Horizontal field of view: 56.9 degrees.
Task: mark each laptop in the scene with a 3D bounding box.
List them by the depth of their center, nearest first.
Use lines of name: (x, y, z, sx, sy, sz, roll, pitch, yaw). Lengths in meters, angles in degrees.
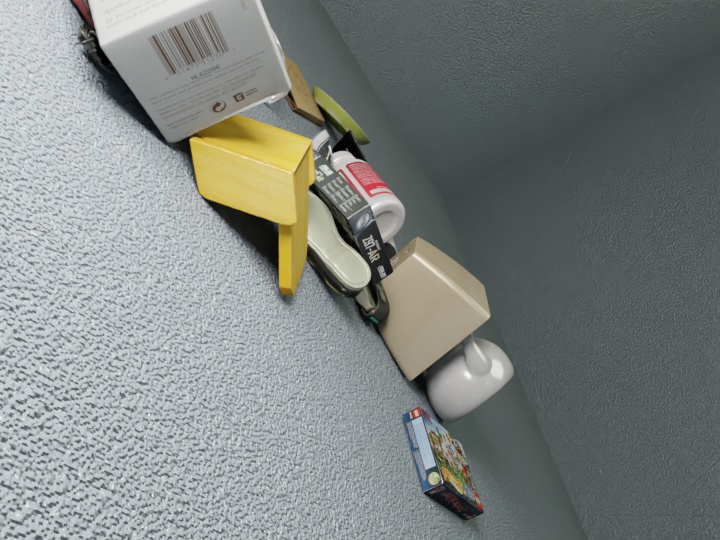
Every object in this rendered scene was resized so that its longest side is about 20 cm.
laptop: (0.016, -0.248, 1.644, 0.179, 0.102, 0.200, 61, -24, 0)

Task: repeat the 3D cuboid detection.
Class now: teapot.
teapot: (0.201, 0.200, 1.347, 0.147, 0.200, 0.197, 53, 24, 9)

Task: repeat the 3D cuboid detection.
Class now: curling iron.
curling iron: (-0.310, -0.308, 0.720, 0.202, 0.025, 0.050, 64, 3, 6)

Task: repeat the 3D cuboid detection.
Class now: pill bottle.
pill bottle: (-0.003, -0.151, 1.344, 0.201, 0.112, 0.112, 54, 7, 38)

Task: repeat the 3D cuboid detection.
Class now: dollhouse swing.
dollhouse swing: (-0.146, -0.091, 0.907, 0.179, 0.178, 0.201, 17, 23, -4)

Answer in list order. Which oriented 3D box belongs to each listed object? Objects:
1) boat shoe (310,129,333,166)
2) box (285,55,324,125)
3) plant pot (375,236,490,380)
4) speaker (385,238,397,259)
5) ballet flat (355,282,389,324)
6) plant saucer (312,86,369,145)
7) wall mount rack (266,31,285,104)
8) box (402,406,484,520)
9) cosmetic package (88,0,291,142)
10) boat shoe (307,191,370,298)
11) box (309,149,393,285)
boat shoe: (-0.085, -0.214, 1.278, 0.068, 0.073, 0.200, 53, 16, -16)
box: (-0.153, -0.433, 1.560, 0.165, 0.021, 0.200, 64, 13, 4)
plant pot: (0.116, 0.054, 1.296, 0.178, 0.199, 0.200, 48, 15, -8)
speaker: (0.025, -0.088, 1.434, 0.081, 0.080, 0.201, 52, 16, -35)
ballet flat: (0.000, 0.000, 1.210, 0.068, 0.067, 0.202, 14, 49, -61)
plant saucer: (-0.057, -0.385, 1.698, 0.200, 0.031, 0.200, 44, 2, -2)
wall mount rack: (-0.201, -0.421, 1.267, 0.175, 0.074, 0.201, 56, 14, -38)
box: (0.144, 0.336, 1.149, 0.200, 0.037, 0.138, 47, 20, -48)
cosmetic package: (-0.198, -0.295, 0.753, 0.167, 0.165, 0.202, 66, 2, -64)
boat shoe: (-0.063, -0.043, 1.066, 0.202, 0.071, 0.061, 54, -29, 11)
box: (-0.030, -0.091, 1.118, 0.200, 0.043, 0.161, 49, -13, 43)
